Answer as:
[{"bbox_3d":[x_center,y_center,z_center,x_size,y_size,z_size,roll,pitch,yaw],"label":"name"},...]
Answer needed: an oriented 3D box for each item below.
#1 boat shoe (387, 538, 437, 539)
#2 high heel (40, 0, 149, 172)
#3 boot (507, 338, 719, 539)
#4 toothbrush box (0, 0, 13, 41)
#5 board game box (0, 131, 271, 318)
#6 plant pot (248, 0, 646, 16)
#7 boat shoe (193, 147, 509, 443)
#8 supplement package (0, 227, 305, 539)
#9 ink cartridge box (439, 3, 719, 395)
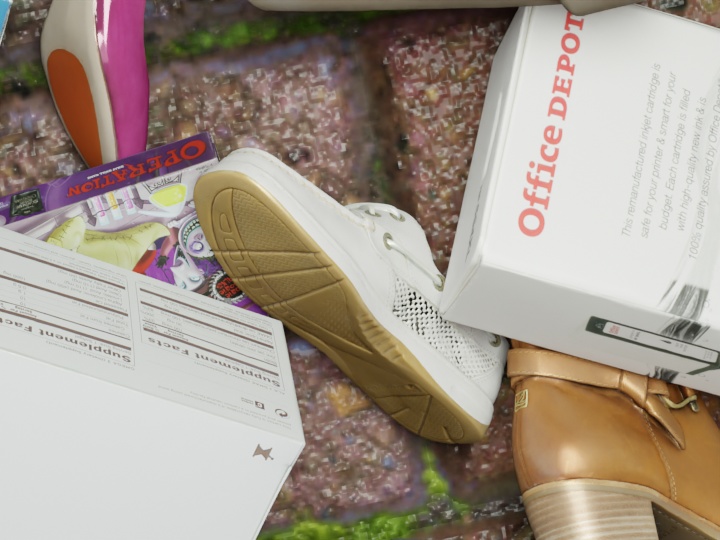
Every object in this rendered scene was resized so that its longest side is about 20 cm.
[{"bbox_3d":[0.022,0.163,1.162,0.198,0.066,0.075,5,77,13],"label":"boat shoe"},{"bbox_3d":[-0.099,-0.136,1.134,0.096,0.067,0.201,-21,118,-29],"label":"high heel"},{"bbox_3d":[0.156,0.078,1.181,0.199,0.074,0.156,4,67,-39],"label":"boot"},{"bbox_3d":[-0.264,-0.115,1.057,0.199,0.146,0.086,15,99,-18],"label":"toothbrush box"},{"bbox_3d":[-0.147,0.018,1.147,0.199,0.032,0.120,-18,130,-1],"label":"board game box"},{"bbox_3d":[0.022,-0.191,1.058,0.173,0.200,0.201,-14,102,15],"label":"plant pot"},{"bbox_3d":[0.000,0.000,1.142,0.200,0.071,0.070,47,58,-35],"label":"boat shoe"},{"bbox_3d":[-0.138,0.107,1.109,0.155,0.111,0.201,18,113,-17],"label":"supplement package"},{"bbox_3d":[0.149,-0.030,1.128,0.199,0.084,0.147,16,68,-6],"label":"ink cartridge box"}]
